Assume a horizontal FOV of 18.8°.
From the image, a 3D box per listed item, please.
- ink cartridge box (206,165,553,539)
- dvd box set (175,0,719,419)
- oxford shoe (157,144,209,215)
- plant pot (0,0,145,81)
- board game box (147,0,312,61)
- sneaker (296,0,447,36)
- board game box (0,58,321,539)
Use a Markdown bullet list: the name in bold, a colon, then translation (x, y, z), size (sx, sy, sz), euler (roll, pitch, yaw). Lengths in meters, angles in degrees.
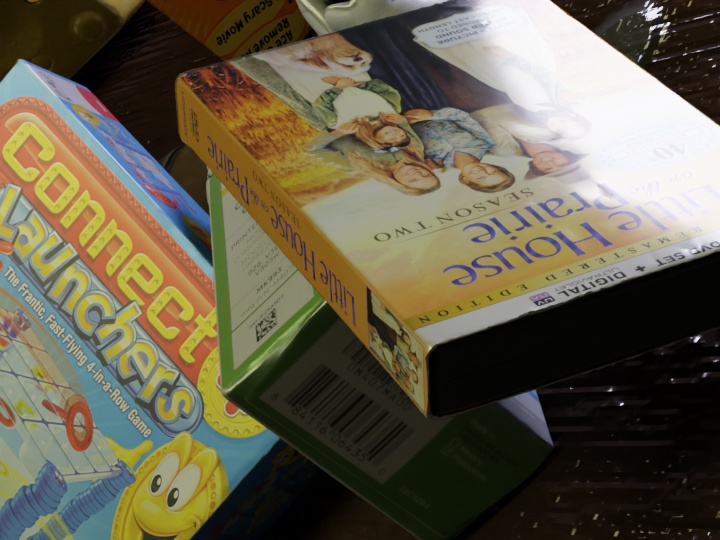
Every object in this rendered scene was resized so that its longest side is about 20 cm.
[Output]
- **ink cartridge box**: translation (0.000, 0.000, 0.806), size (0.059, 0.104, 0.200), euler (-43, 27, 18)
- **dvd box set**: translation (0.041, -0.032, 0.718), size (0.146, 0.029, 0.200), euler (-17, 34, -19)
- **oxford shoe**: translation (-0.063, -0.007, 0.960), size (0.084, 0.073, 0.200), euler (-34, 32, 26)
- **plant pot**: translation (-0.231, -0.207, 1.376), size (0.195, 0.194, 0.200), euler (-41, 37, 23)
- **board game box**: translation (-0.083, -0.258, 1.160), size (0.200, 0.200, 0.200), euler (-49, 26, 8)
- **sneaker**: translation (0.005, -0.129, 0.982), size (0.075, 0.087, 0.200), euler (-53, 24, 5)
- **board game box**: translation (-0.127, 0.054, 0.876), size (0.200, 0.056, 0.196), euler (45, 100, 23)
